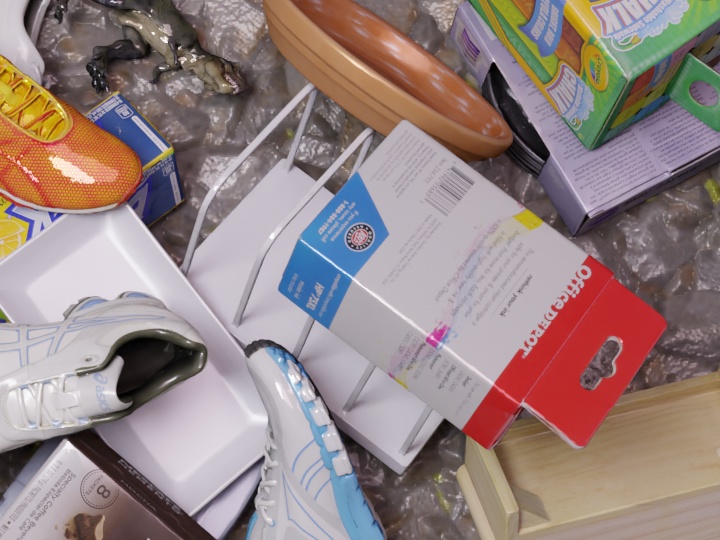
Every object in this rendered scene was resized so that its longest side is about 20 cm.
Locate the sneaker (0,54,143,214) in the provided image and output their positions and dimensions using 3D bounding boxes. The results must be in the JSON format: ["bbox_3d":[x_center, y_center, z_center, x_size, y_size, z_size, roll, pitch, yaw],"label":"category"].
[{"bbox_3d":[-0.229,-0.098,1.107,0.199,0.077,0.073,27,60,4],"label":"sneaker"}]

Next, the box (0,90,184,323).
[{"bbox_3d":[-0.214,-0.027,1.162,0.200,0.070,0.064,-39,67,-18],"label":"box"}]

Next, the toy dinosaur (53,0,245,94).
[{"bbox_3d":[-0.167,-0.180,1.240,0.088,0.048,0.200,-33,77,-31],"label":"toy dinosaur"}]

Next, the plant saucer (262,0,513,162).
[{"bbox_3d":[0.013,-0.132,1.183,0.200,0.200,0.038,37,106,6],"label":"plant saucer"}]

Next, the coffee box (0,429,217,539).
[{"bbox_3d":[-0.191,0.207,1.049,0.113,0.080,0.200,41,89,0],"label":"coffee box"}]

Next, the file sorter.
[{"bbox_3d":[0.000,0.000,1.138,0.199,0.125,0.139,37,56,6],"label":"file sorter"}]

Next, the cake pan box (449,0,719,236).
[{"bbox_3d":[0.186,-0.144,1.266,0.199,0.052,0.185,-28,74,-15],"label":"cake pan box"}]

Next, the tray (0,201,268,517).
[{"bbox_3d":[-0.141,0.054,1.121,0.107,0.022,0.201,-38,91,-17],"label":"tray"}]

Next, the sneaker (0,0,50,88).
[{"bbox_3d":[-0.248,-0.124,1.194,0.070,0.073,0.202,2,70,2],"label":"sneaker"}]

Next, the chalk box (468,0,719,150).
[{"bbox_3d":[0.177,-0.173,1.183,0.123,0.125,0.201,-33,76,-15],"label":"chalk box"}]

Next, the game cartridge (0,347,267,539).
[{"bbox_3d":[-0.136,0.129,1.141,0.133,0.041,0.201,33,71,9],"label":"game cartridge"}]

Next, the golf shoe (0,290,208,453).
[{"bbox_3d":[-0.180,0.064,1.019,0.199,0.097,0.079,-24,110,-31],"label":"golf shoe"}]

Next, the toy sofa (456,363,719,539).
[{"bbox_3d":[0.168,0.135,1.159,0.198,0.098,0.083,-13,48,-11],"label":"toy sofa"}]

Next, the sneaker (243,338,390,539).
[{"bbox_3d":[-0.040,0.140,1.098,0.086,0.075,0.201,-24,106,-2],"label":"sneaker"}]

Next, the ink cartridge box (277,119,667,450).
[{"bbox_3d":[0.066,0.019,1.033,0.199,0.067,0.116,37,58,6],"label":"ink cartridge box"}]
